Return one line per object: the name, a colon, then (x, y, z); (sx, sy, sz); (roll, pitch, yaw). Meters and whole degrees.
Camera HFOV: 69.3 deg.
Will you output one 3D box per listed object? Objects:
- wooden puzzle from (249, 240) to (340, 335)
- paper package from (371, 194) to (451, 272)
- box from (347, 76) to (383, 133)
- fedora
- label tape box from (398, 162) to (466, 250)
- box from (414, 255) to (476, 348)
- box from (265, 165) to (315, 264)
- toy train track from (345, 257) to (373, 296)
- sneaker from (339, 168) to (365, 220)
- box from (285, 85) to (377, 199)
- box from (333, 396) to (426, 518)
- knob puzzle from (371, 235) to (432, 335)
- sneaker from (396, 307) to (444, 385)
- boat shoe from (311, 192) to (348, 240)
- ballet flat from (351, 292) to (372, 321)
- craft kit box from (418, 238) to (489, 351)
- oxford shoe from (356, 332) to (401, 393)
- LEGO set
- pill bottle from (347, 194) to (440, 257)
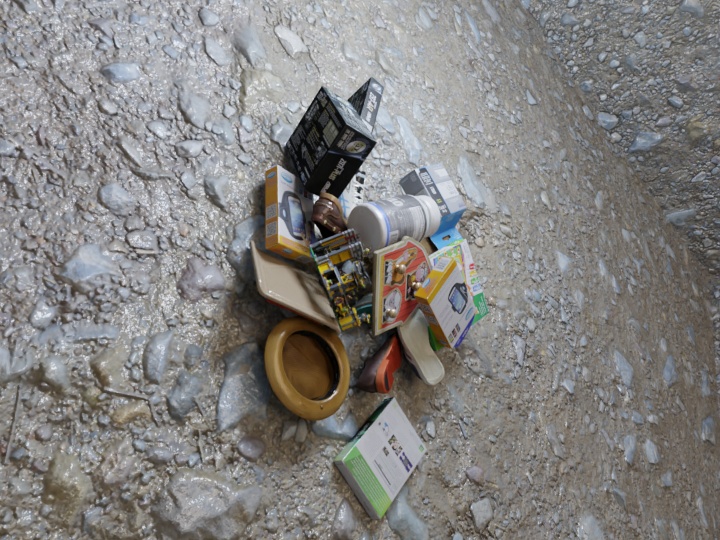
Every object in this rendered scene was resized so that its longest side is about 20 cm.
wooden puzzle: (-0.134, 0.037, 1.019); (0.199, 0.037, 0.185); (34, 15, -29)
paper package: (0.128, -0.054, 1.306); (0.199, 0.103, 0.193); (27, 54, -30)
box: (-0.024, -0.347, 1.255); (0.043, 0.160, 0.202); (31, 52, -26)
fedora: (-0.112, 0.188, 0.995); (0.199, 0.081, 0.203); (19, 60, -36)
label tape box: (0.199, -0.162, 1.307); (0.143, 0.066, 0.202); (-23, 81, -50)
box: (0.196, 0.080, 1.160); (0.119, 0.041, 0.201); (-51, 134, -24)
box: (-0.147, -0.126, 1.101); (0.119, 0.041, 0.203); (25, 57, -52)
toy train track: (0.000, 0.000, 1.172); (0.032, 0.114, 0.201); (40, 70, -14)
sneaker: (-0.018, -0.197, 1.258); (0.071, 0.072, 0.203); (11, 66, -40)
box: (-0.070, -0.274, 1.128); (0.085, 0.164, 0.201); (21, 28, -35)
box: (0.046, 0.385, 1.087); (0.200, 0.036, 0.145); (-38, 99, -46)
knob puzzle: (0.099, 0.027, 1.090); (0.218, 0.030, 0.223); (-21, 119, -45)
sneaker: (0.119, 0.166, 1.192); (0.074, 0.084, 0.202); (-23, 96, -20)
boat shoe: (-0.060, -0.086, 1.134); (0.071, 0.070, 0.200); (-70, 154, -20)
ballet flat: (0.041, 0.080, 1.207); (0.198, 0.068, 0.064); (4, 42, -42)
craft kit box: (0.204, 0.055, 1.238); (0.196, 0.048, 0.202); (-28, 104, -28)
oxford shoe: (0.044, 0.195, 1.145); (0.200, 0.072, 0.072); (-50, 131, -63)
LEGO set: (-0.018, 0.013, 1.046); (0.201, 0.115, 0.155); (-119, -171, -58)
pill bottle: (0.078, -0.103, 1.138); (0.198, 0.113, 0.115); (-17, 83, -41)
